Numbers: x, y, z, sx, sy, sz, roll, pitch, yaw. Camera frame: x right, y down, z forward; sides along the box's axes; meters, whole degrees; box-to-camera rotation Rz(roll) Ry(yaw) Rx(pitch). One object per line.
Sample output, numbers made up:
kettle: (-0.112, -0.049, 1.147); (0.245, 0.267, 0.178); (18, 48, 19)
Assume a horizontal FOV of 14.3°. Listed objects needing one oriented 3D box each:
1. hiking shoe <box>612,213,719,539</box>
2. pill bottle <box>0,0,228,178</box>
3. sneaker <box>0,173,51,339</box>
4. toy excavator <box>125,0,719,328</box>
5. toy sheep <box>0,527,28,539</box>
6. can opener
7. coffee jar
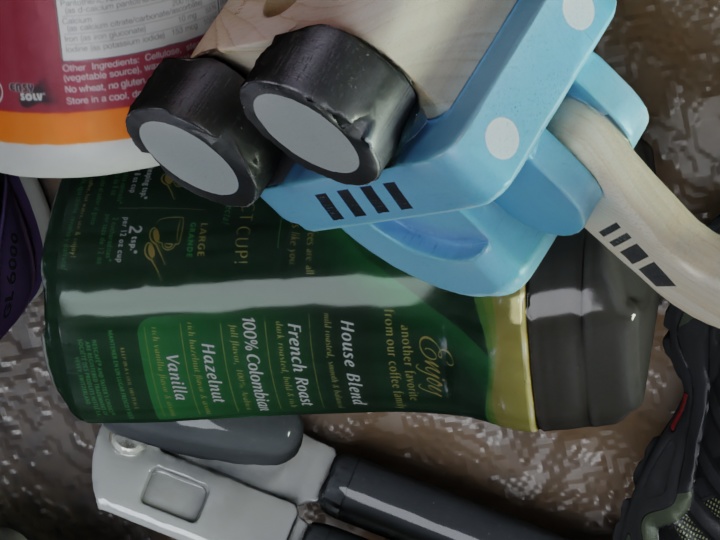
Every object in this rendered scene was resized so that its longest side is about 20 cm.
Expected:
hiking shoe: (0.145, 0.078, 0.957); (0.100, 0.076, 0.201); (28, 124, 42)
pill bottle: (-0.092, -0.139, 0.904); (0.109, 0.110, 0.201); (-1, 113, 10)
sneaker: (-0.162, -0.060, 0.963); (0.075, 0.088, 0.201); (-18, 109, 17)
toy excavator: (0.061, -0.031, 0.855); (0.200, 0.100, 0.194); (42, 156, -25)
toy sheep: (-0.112, 0.168, 1.034); (0.200, 0.138, 0.138); (36, 115, -20)
can opener: (-0.002, 0.087, 1.004); (0.199, 0.067, 0.054); (21, 71, 5)
coffee jar: (0.000, 0.000, 0.952); (0.199, 0.105, 0.086); (1, 133, 10)
